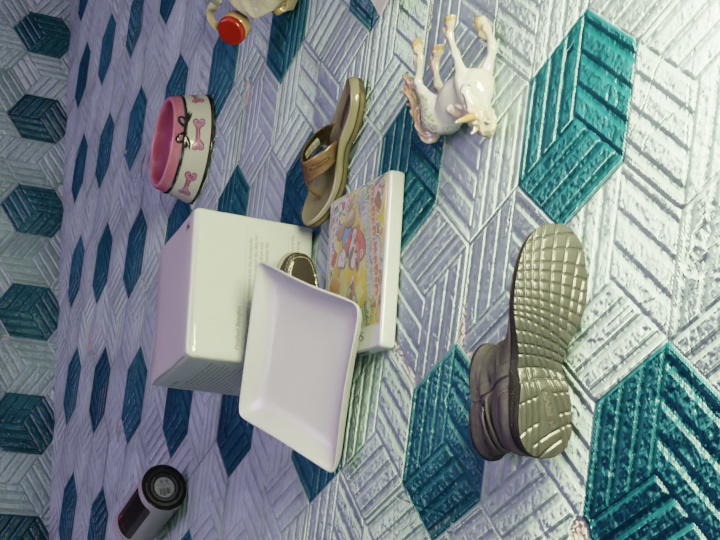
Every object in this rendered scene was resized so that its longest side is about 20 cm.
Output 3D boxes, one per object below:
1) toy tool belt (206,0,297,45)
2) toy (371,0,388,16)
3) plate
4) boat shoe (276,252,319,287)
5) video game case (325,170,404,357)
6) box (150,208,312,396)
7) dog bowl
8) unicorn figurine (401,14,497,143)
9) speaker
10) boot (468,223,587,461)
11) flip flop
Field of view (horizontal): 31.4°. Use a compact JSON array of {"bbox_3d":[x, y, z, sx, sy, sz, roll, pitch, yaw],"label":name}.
[{"bbox_3d":[-0.143,-0.441,1.936,0.201,0.124,0.123,-54,4,43],"label":"toy tool belt"},{"bbox_3d":[0.029,-0.405,1.560,0.116,0.047,0.201,-63,32,31],"label":"toy"},{"bbox_3d":[-0.068,0.109,1.519,0.199,0.032,0.203,22,108,47],"label":"plate"},{"bbox_3d":[-0.068,0.075,1.602,0.065,0.072,0.204,-14,78,61],"label":"boat shoe"},{"bbox_3d":[0.000,0.000,1.513,0.182,0.023,0.204,158,118,-65],"label":"video game case"},{"bbox_3d":[-0.176,0.051,1.729,0.200,0.169,0.202,145,130,-60],"label":"box"},{"bbox_3d":[-0.329,-0.227,2.334,0.200,0.073,0.204,-170,90,-68],"label":"dog bowl"},{"bbox_3d":[0.098,-0.183,1.294,0.200,0.073,0.140,126,138,-74],"label":"unicorn figurine"},{"bbox_3d":[-0.358,0.403,2.170,0.200,0.080,0.082,129,143,-51],"label":"speaker"},{"bbox_3d":[0.133,0.064,1.113,0.131,0.069,0.204,163,118,-71],"label":"boot"},{"bbox_3d":[-0.044,-0.152,1.630,0.081,0.057,0.202,-119,43,-56],"label":"flip flop"}]
